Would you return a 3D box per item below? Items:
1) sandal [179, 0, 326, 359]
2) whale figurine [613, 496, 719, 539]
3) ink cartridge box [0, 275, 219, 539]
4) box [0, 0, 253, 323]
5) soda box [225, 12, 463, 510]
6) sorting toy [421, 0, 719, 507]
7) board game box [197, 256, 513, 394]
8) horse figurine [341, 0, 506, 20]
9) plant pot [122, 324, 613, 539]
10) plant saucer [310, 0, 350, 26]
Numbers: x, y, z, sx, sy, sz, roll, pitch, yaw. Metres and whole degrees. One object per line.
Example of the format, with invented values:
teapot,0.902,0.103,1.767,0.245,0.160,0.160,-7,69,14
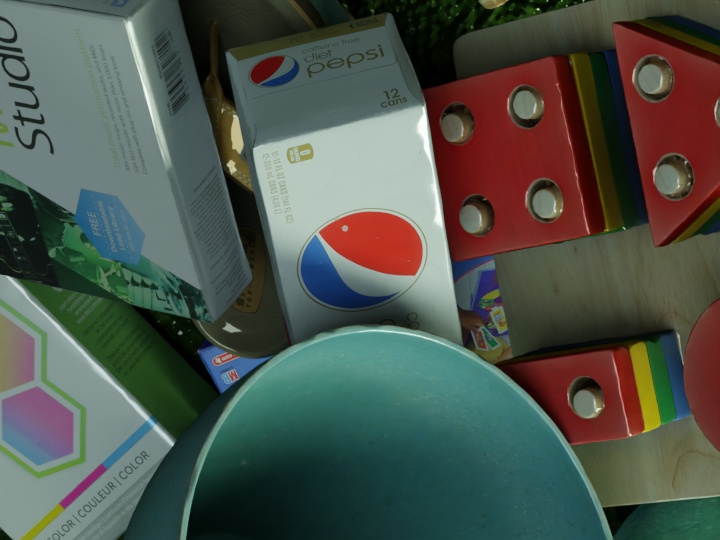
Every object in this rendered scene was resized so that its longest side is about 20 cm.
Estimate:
sandal,-0.052,-0.040,0.950,0.080,0.054,0.201,14,126,18
whale figurine,0.199,0.145,1.010,0.198,0.104,0.159,8,150,-9
ink cartridge box,-0.166,0.036,1.066,0.200,0.059,0.104,46,117,-5
box,-0.146,-0.061,0.940,0.199,0.036,0.145,12,132,32
soda box,0.000,0.000,0.917,0.068,0.064,0.201,-14,133,-3
sorting toy,0.120,-0.009,0.889,0.198,0.069,0.202,-10,91,40
board game box,0.046,0.051,1.033,0.199,0.045,0.135,-22,103,19
horse figurine,0.000,-0.155,0.968,0.199,0.050,0.133,-20,111,16
plant pot,-0.018,0.134,0.881,0.201,0.200,0.134,54,141,-9
plant saucer,-0.088,-0.072,1.000,0.199,0.027,0.201,13,125,19
